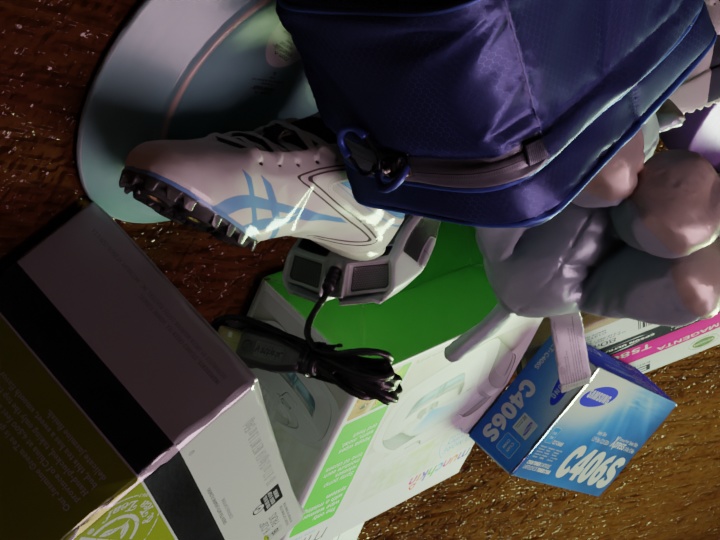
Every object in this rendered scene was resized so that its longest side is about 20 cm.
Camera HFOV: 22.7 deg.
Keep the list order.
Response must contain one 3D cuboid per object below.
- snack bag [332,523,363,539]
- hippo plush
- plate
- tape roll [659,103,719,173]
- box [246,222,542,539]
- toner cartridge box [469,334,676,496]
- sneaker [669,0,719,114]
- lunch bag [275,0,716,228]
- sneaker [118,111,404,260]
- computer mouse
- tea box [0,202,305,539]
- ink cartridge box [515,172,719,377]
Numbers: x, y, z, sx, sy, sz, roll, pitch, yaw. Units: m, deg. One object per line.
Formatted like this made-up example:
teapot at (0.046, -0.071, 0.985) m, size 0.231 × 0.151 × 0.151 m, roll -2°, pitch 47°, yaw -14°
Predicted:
snack bag at (-0.023, 0.194, 1.302) m, size 0.200 × 0.021 × 0.190 m, roll -38°, pitch 154°, yaw -58°
hippo plush at (0.139, -0.054, 0.979) m, size 0.201 × 0.158 × 0.161 m, roll 83°, pitch 27°, yaw -47°
plate at (-0.050, -0.094, 0.868) m, size 0.200 × 0.026 × 0.201 m, roll -35°, pitch 155°, yaw -20°
tape roll at (0.298, -0.144, 1.258) m, size 0.199 × 0.066 × 0.201 m, roll -25°, pitch 153°, yaw -13°
box at (0.003, 0.071, 1.142) m, size 0.199 × 0.097 × 0.177 m, roll -20°, pitch 144°, yaw -47°
toner cartridge box at (0.154, 0.105, 1.268) m, size 0.095 × 0.043 × 0.200 m, roll -52°, pitch 154°, yaw 8°
sneaker at (0.206, -0.169, 1.099) m, size 0.198 × 0.131 × 0.079 m, roll -16°, pitch -173°, yaw -11°
lunch bag at (0.065, -0.105, 0.819) m, size 0.200 × 0.135 × 0.133 m, roll -44°, pitch 127°, yaw -28°
sneaker at (-0.042, -0.047, 0.855) m, size 0.199 × 0.071 × 0.073 m, roll 5°, pitch 105°, yaw -58°
computer mouse at (0.000, 0.000, 0.960) m, size 0.200 × 0.109 × 0.044 m, roll -58°, pitch 145°, yaw -47°
tea box at (-0.150, 0.110, 0.897) m, size 0.196 × 0.134 × 0.200 m, roll -39°, pitch 156°, yaw -12°
ink cartridge box at (0.201, 0.019, 1.322) m, size 0.199 × 0.076 × 0.165 m, roll -22°, pitch 156°, yaw 1°
